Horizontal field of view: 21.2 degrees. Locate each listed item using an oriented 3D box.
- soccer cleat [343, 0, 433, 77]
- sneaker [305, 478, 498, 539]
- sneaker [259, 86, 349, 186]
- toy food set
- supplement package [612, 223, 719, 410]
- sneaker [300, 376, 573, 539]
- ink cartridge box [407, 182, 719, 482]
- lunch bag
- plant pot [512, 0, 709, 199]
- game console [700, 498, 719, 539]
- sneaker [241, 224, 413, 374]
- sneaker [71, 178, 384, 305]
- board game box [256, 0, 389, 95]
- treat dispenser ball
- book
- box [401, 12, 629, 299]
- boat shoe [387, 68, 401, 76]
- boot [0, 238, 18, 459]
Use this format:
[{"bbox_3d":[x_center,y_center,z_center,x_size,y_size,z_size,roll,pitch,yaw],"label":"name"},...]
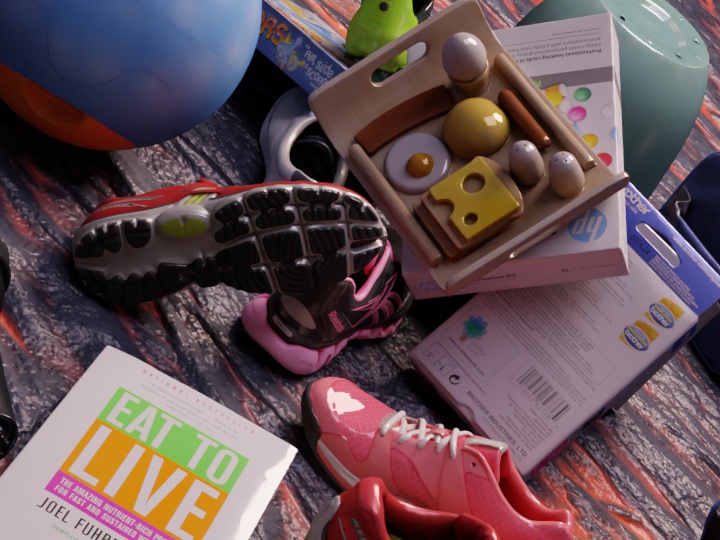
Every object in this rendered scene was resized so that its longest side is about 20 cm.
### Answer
[{"bbox_3d":[0.035,-0.196,1.508,0.067,0.081,0.200,26,11,5],"label":"soccer cleat"},{"bbox_3d":[0.064,0.189,1.126,0.199,0.085,0.077,30,32,-13],"label":"sneaker"},{"bbox_3d":[-0.033,-0.088,1.433,0.073,0.071,0.200,27,32,-16],"label":"sneaker"},{"bbox_3d":[0.071,-0.089,1.319,0.200,0.143,0.060,54,-6,35],"label":"toy food set"},{"bbox_3d":[0.158,-0.009,1.444,0.200,0.117,0.117,46,5,16],"label":"supplement package"},{"bbox_3d":[0.053,0.124,1.217,0.200,0.087,0.074,41,29,6],"label":"sneaker"},{"bbox_3d":[0.147,0.040,1.344,0.119,0.200,0.042,47,-6,17],"label":"ink cartridge box"},{"bbox_3d":[0.333,-0.008,1.640,0.132,0.136,0.200,10,38,-38],"label":"lunch bag"},{"bbox_3d":[0.211,-0.163,1.703,0.200,0.161,0.201,26,32,-18],"label":"plant pot"},{"bbox_3d":[0.311,0.239,1.308,0.118,0.171,0.200,24,19,36],"label":"game console"},{"bbox_3d":[0.000,0.000,1.325,0.079,0.096,0.200,39,29,8],"label":"sneaker"},{"bbox_3d":[-0.085,-0.033,1.232,0.199,0.077,0.085,-3,29,1],"label":"sneaker"},{"bbox_3d":[-0.027,-0.161,1.503,0.200,0.035,0.135,43,13,35],"label":"board game box"},{"bbox_3d":[-0.166,-0.181,1.296,0.200,0.201,0.201,26,32,-18],"label":"treat dispenser ball"},{"bbox_3d":[-0.129,0.133,1.063,0.133,0.048,0.200,32,32,-1],"label":"book"},{"bbox_3d":[0.109,-0.082,1.366,0.041,0.155,0.201,59,28,-56],"label":"box"},{"bbox_3d":[0.061,-0.103,1.568,0.057,0.067,0.200,-23,59,-39],"label":"boat shoe"},{"bbox_3d":[-0.273,0.014,1.035,0.200,0.076,0.168,28,27,-27],"label":"boot"}]
